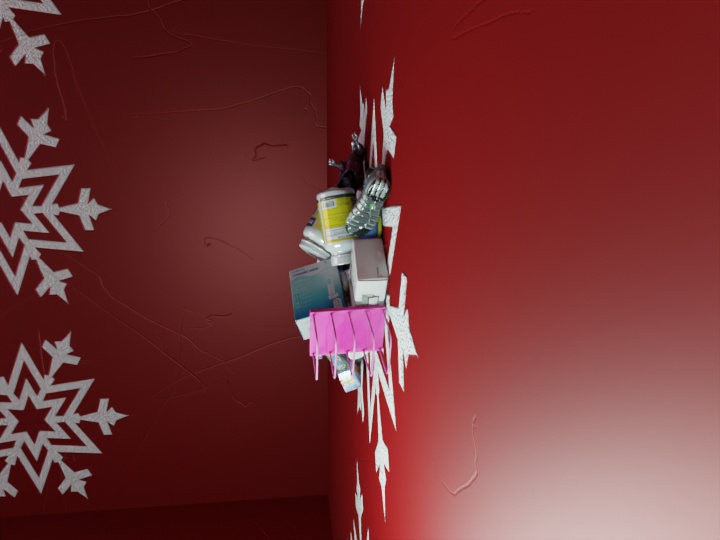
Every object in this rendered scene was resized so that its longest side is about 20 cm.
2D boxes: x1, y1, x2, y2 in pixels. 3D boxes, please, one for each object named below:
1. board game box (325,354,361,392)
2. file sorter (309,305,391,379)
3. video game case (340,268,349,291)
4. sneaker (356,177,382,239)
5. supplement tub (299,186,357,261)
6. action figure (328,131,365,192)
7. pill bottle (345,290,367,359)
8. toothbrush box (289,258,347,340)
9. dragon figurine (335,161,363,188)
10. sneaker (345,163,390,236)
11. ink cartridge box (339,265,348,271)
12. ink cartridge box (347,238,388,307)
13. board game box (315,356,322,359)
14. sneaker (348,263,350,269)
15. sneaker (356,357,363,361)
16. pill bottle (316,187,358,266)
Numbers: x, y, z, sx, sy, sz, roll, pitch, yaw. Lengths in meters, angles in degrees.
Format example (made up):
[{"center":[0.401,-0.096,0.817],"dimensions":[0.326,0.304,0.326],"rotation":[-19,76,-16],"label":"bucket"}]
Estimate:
[{"center":[-0.053,0.282,1.860],"dimensions":[0.203,0.060,0.201],"rotation":[-100,-16,-46],"label":"board game box"},{"center":[-0.025,0.186,1.419],"dimensions":[0.126,0.194,0.142],"rotation":[-108,18,-56],"label":"file sorter"},{"center":[-0.043,0.106,1.755],"dimensions":[0.142,0.018,0.205],"rotation":[-17,90,47],"label":"video game case"},{"center":[0.014,-0.176,1.526],"dimensions":[0.066,0.076,0.205],"rotation":[99,169,-63],"label":"sneaker"},{"center":[-0.084,-0.130,1.696],"dimensions":[0.203,0.142,0.144],"rotation":[-60,3,-9],"label":"supplement tub"},{"center":[-0.013,-0.328,1.769],"dimensions":[0.133,0.148,0.204],"rotation":[-30,36,44],"label":"action figure"},{"center":[-0.045,0.152,1.658],"dimensions":[0.201,0.112,0.116],"rotation":[52,152,31],"label":"pill bottle"},{"center":[-0.115,0.075,1.586],"dimensions":[0.202,0.143,0.086],"rotation":[-106,-1,-46],"label":"toothbrush box"},{"center":[-0.043,-0.319,1.866],"dimensions":[0.059,0.097,0.204],"rotation":[102,165,-59],"label":"dragon figurine"},{"center":[0.023,-0.186,1.434],"dimensions":[0.201,0.073,0.117],"rotation":[126,157,-43],"label":"sneaker"},{"center":[-0.066,0.029,1.899],"dimensions":[0.201,0.075,0.139],"rotation":[57,-162,-45],"label":"ink cartridge box"},{"center":[0.016,0.037,1.496],"dimensions":[0.203,0.082,0.148],"rotation":[97,169,-47],"label":"ink cartridge box"},{"center":[-0.134,0.191,1.819],"dimensions":[0.201,0.031,0.123],"rotation":[101,170,-59],"label":"board game box"},{"center":[0.000,0.000,1.667],"dimensions":[0.081,0.073,0.206],"rotation":[-126,35,-78],"label":"sneaker"},{"center":[-0.026,0.196,1.839],"dimensions":[0.066,0.088,0.206],"rotation":[-127,37,-79],"label":"sneaker"},{"center":[-0.055,-0.120,1.571],"dimensions":[0.112,0.109,0.206],"rotation":[-178,79,-83],"label":"pill bottle"}]
